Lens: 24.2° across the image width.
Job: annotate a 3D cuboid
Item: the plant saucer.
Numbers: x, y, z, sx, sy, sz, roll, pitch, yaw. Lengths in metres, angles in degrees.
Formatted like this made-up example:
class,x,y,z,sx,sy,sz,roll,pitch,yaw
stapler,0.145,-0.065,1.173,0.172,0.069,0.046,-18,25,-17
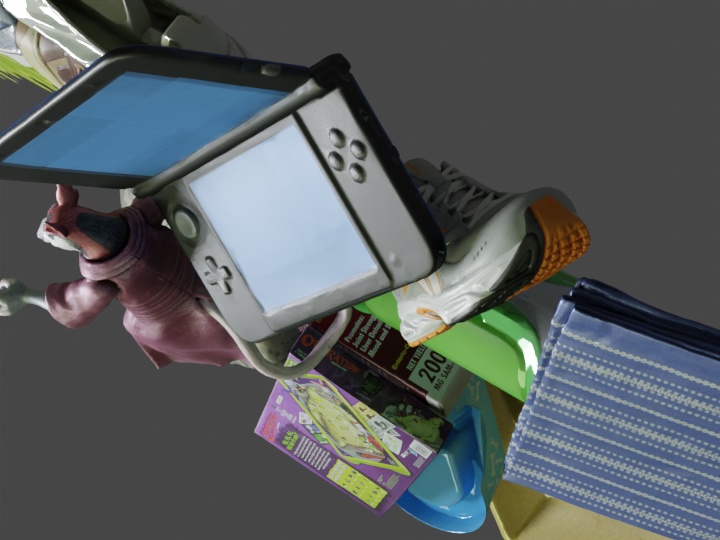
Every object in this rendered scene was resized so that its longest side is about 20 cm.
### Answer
class,x,y,z,sx,sy,sz,roll,pitch,yaw
plant saucer,0.165,0.131,1.235,0.199,0.048,0.201,5,130,43

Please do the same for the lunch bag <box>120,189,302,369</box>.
class,x,y,z,sx,sy,sz,roll,pitch,yaw
lunch bag,-0.100,-0.030,1.297,0.168,0.139,0.200,52,165,-19

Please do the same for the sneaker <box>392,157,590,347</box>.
class,x,y,z,sx,sy,sz,roll,pitch,yaw
sneaker,0.049,-0.021,0.884,0.093,0.075,0.200,64,159,3

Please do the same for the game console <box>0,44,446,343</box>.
class,x,y,z,sx,sy,sz,roll,pitch,yaw
game console,-0.083,-0.031,0.864,0.199,0.118,0.172,-22,101,53

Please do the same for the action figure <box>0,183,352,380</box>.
class,x,y,z,sx,sy,sz,roll,pitch,yaw
action figure,-0.125,0.009,1.012,0.148,0.135,0.200,34,180,33

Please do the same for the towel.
class,x,y,z,sx,sy,sz,roll,pitch,yaw
towel,0.161,0.084,0.923,0.143,0.024,0.201,19,146,6

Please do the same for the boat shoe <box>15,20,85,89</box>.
class,x,y,z,sx,sy,sz,roll,pitch,yaw
boat shoe,-0.157,-0.125,1.145,0.072,0.073,0.200,27,169,26

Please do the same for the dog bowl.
class,x,y,z,sx,sy,sz,roll,pitch,yaw
dog bowl,0.048,0.105,1.241,0.111,0.050,0.201,12,134,37

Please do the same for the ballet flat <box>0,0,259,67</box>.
class,x,y,z,sx,sy,sz,roll,pitch,yaw
ballet flat,-0.120,-0.131,0.938,0.199,0.070,0.069,33,175,4

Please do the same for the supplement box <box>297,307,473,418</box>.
class,x,y,z,sx,sy,sz,roll,pitch,yaw
supplement box,0.000,0.000,1.139,0.199,0.109,0.061,30,171,15

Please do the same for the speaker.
class,x,y,z,sx,sy,sz,roll,pitch,yaw
speaker,0.072,0.018,1.025,0.199,0.089,0.088,29,174,32

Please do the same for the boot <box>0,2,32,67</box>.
class,x,y,z,sx,sy,sz,roll,pitch,yaw
boot,-0.281,-0.202,1.204,0.199,0.073,0.090,13,155,51

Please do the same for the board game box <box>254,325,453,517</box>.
class,x,y,z,sx,sy,sz,roll,pitch,yaw
board game box,-0.010,0.112,1.188,0.119,0.032,0.200,30,157,1
